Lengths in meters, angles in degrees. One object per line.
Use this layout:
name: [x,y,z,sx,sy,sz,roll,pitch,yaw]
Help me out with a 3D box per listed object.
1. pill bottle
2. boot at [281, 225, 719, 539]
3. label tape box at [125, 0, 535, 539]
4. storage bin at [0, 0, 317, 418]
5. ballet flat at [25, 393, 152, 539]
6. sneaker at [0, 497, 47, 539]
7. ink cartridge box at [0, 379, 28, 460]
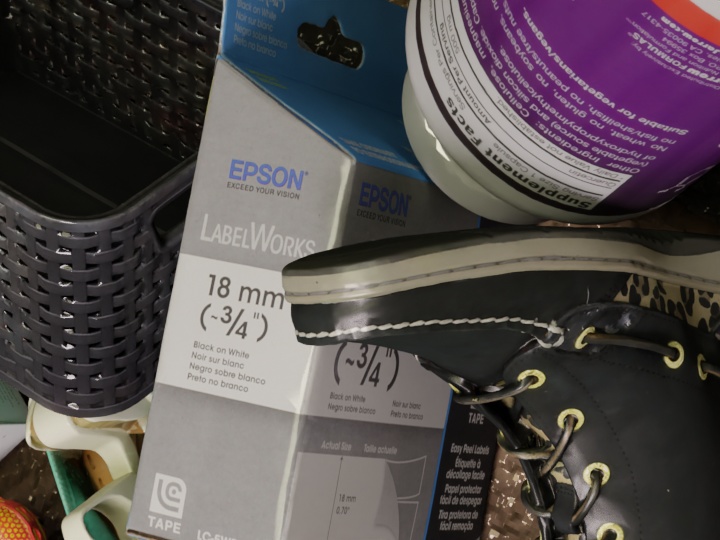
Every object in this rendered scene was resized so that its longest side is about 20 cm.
pill bottle: [0.084,-0.084,0.689,0.200,0.112,0.113,-44,59,61]
boot: [0.063,0.064,0.726,0.073,0.203,0.154,-2,88,48]
label tape box: [0.000,0.000,0.788,0.063,0.144,0.201,10,89,29]
storage bin: [-0.126,-0.051,0.849,0.200,0.135,0.094,30,137,26]
ballet flat: [-0.089,0.077,0.867,0.067,0.070,0.201,-27,73,22]
sneaker: [-0.202,0.160,0.911,0.200,0.077,0.073,-39,71,18]
ink cartridge box: [-0.260,0.038,0.950,0.176,0.084,0.200,-42,68,19]
